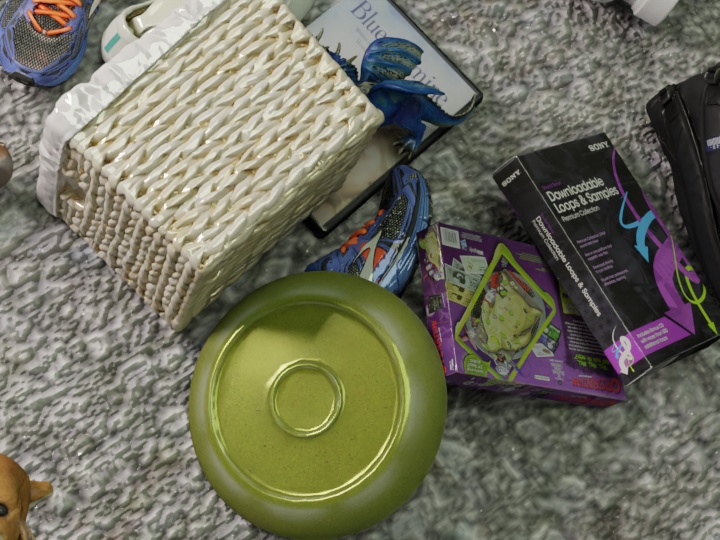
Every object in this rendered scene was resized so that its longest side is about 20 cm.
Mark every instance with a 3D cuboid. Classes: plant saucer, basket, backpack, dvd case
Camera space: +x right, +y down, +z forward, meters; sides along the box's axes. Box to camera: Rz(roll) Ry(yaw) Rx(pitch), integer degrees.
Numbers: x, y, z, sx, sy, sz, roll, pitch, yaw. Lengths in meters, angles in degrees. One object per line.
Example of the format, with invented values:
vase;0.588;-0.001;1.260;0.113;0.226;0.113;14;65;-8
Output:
plant saucer;-0.037;0.097;1.420;0.199;0.031;0.201;-2;80;14
basket;-0.116;-0.086;1.425;0.200;0.198;0.161;-41;86;-19
backpack;0.332;-0.062;1.586;0.153;0.163;0.201;5;73;-30
dvd case;-0.012;-0.136;1.584;0.143;0.018;0.200;46;63;5

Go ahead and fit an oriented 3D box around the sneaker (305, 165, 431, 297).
sneaker;0.000;0.000;1.495;0.078;0.075;0.200;23;62;-3

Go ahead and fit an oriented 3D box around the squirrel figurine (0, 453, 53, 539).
squirrel figurine;-0.282;0.202;1.265;0.141;0.200;0.187;22;83;-17

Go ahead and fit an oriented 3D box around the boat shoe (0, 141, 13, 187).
boat shoe;-0.358;-0.083;1.429;0.199;0.076;0.072;-5;68;-20

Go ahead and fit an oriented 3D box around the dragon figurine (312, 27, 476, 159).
dragon figurine;0.026;-0.142;1.522;0.199;0.100;0.059;-3;49;-26

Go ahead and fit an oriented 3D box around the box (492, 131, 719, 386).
box;0.204;-0.014;1.557;0.143;0.036;0.200;-18;72;-52

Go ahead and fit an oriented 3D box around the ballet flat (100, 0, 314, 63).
ballet flat;-0.115;-0.210;1.557;0.200;0.069;0.070;-24;77;-24

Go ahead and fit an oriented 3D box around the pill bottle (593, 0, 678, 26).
pill bottle;0.195;-0.302;1.659;0.200;0.116;0.116;32;63;-2

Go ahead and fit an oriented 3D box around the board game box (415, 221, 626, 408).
board game box;0.126;0.038;1.501;0.200;0.032;0.120;13;59;-43

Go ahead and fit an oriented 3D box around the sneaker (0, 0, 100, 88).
sneaker;-0.232;-0.233;1.523;0.075;0.078;0.200;21;64;-7
